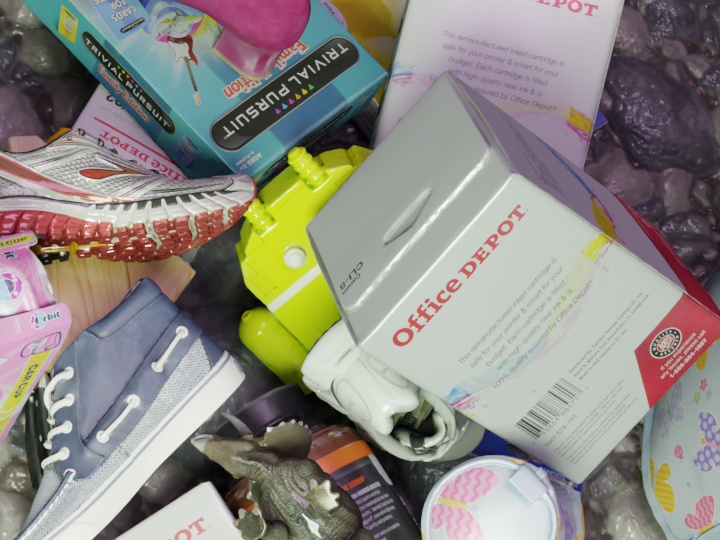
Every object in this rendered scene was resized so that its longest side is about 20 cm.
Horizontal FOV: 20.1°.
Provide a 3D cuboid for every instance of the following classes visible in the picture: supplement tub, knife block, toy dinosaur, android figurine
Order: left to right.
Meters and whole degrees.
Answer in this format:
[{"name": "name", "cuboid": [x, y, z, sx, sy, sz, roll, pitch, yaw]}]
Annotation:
[{"name": "knife block", "cuboid": [-0.196, 0.040, 1.288, 0.200, 0.064, 0.176, 41, 60, -9]}, {"name": "toy dinosaur", "cuboid": [-0.019, 0.160, 1.194, 0.200, 0.077, 0.102, 52, 13, 1]}, {"name": "supplement tub", "cuboid": [-0.017, 0.172, 1.288, 0.107, 0.107, 0.200, -25, 77, -32]}, {"name": "android figurine", "cuboid": [0.000, 0.000, 1.355, 0.200, 0.182, 0.041, 48, 9, -28]}]

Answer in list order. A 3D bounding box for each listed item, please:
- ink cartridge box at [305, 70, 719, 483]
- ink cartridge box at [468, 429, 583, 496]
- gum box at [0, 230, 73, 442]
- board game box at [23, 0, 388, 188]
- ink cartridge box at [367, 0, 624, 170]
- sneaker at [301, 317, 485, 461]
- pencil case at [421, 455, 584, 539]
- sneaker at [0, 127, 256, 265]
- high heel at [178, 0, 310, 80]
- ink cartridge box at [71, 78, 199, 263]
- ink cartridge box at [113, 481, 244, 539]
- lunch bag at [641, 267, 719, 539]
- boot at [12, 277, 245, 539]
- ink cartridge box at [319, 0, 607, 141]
[{"name": "ink cartridge box", "cuboid": [0.094, 0.004, 1.270, 0.200, 0.145, 0.145, 33, 17, -32]}, {"name": "ink cartridge box", "cuboid": [0.140, 0.054, 1.463, 0.099, 0.039, 0.201, 22, 58, -14]}, {"name": "gum box", "cuboid": [-0.250, 0.054, 1.185, 0.113, 0.200, 0.066, -18, 73, -29]}, {"name": "board game box", "cuboid": [-0.103, -0.157, 1.374, 0.200, 0.047, 0.151, 46, 56, 6]}, {"name": "ink cartridge box", "cuboid": [0.088, -0.115, 1.420, 0.147, 0.086, 0.201, 15, 88, -3]}, {"name": "sneaker", "cuboid": [0.035, 0.096, 1.320, 0.075, 0.200, 0.081, -50, 58, 4]}, {"name": "pencil case", "cuboid": [0.095, 0.164, 1.291, 0.091, 0.200, 0.083, -31, 77, 6]}, {"name": "sneaker", "cuboid": [-0.158, -0.052, 1.254, 0.199, 0.078, 0.082, -1, 72, -24]}, {"name": "high heel", "cuboid": [-0.119, -0.208, 1.308, 0.200, 0.096, 0.067, 43, 56, 4]}, {"name": "ink cartridge box", "cuboid": [-0.133, -0.089, 1.394, 0.115, 0.068, 0.200, 30, 56, -6]}, {"name": "ink cartridge box", "cuboid": [-0.096, 0.248, 1.199, 0.145, 0.088, 0.200, -31, 77, -9]}, {"name": "lunch bag", "cuboid": [0.287, 0.093, 1.431, 0.127, 0.170, 0.201, 24, 54, -15]}, {"name": "boot", "cuboid": [-0.167, 0.099, 1.217, 0.090, 0.073, 0.200, 46, 67, -5]}, {"name": "ink cartridge box", "cuboid": [0.073, -0.156, 1.540, 0.200, 0.047, 0.198, -33, 81, -32]}]
